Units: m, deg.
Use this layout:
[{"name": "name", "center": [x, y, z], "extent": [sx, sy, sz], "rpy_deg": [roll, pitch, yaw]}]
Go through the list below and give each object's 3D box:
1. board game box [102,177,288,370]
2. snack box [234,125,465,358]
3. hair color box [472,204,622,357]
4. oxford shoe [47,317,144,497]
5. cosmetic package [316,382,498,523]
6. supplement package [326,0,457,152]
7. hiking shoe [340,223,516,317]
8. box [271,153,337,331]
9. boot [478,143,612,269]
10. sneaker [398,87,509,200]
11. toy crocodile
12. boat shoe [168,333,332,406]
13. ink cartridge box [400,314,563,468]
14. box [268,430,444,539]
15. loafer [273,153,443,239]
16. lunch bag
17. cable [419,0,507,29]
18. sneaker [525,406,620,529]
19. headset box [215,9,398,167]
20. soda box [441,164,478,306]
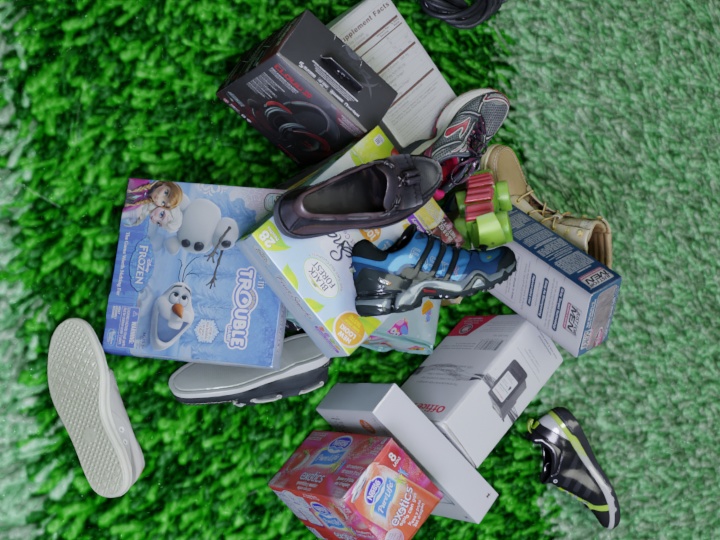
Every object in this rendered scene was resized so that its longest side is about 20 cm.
[{"name": "board game box", "center": [-0.178, 0.003, 1.209], "extent": [0.198, 0.043, 0.201], "rpy_deg": [5, 79, 7]}, {"name": "snack box", "center": [-0.008, -0.031, 1.181], "extent": [0.200, 0.068, 0.169], "rpy_deg": [-43, 101, -22]}, {"name": "hair color box", "center": [0.223, 0.007, 1.334], "extent": [0.060, 0.200, 0.100], "rpy_deg": [-24, 136, -30]}, {"name": "oxford shoe", "center": [-0.291, 0.150, 1.184], "extent": [0.058, 0.075, 0.201], "rpy_deg": [-8, 77, -69]}, {"name": "cosmetic package", "center": [0.055, 0.222, 1.319], "extent": [0.200, 0.151, 0.052], "rpy_deg": [48, 64, -16]}, {"name": "supplement package", "center": [0.021, -0.234, 1.376], "extent": [0.117, 0.117, 0.200], "rpy_deg": [-43, 105, -25]}, {"name": "hiking shoe", "center": [0.081, -0.011, 1.142], "extent": [0.199, 0.074, 0.087], "rpy_deg": [-13, 93, -28]}, {"name": "box", "center": [-0.054, -0.043, 1.348], "extent": [0.200, 0.049, 0.162], "rpy_deg": [-36, 104, -28]}, {"name": "boot", "center": [0.241, -0.072, 1.387], "extent": [0.073, 0.155, 0.201], "rpy_deg": [-30, 111, -35]}, {"name": "sneaker", "center": [0.123, -0.148, 1.320], "extent": [0.200, 0.074, 0.081], "rpy_deg": [-47, 129, -25]}, {"name": "toy crocodile", "center": [0.147, -0.077, 1.295], "extent": [0.200, 0.067, 0.062], "rpy_deg": [-80, 158, -59]}, {"name": "boat shoe", "center": [-0.127, 0.132, 1.272], "extent": [0.199, 0.076, 0.061], "rpy_deg": [-10, 128, -16]}, {"name": "ink cartridge box", "center": [0.140, 0.151, 1.379], "extent": [0.200, 0.145, 0.084], "rpy_deg": [-46, 111, -26]}, {"name": "box", "center": [-0.009, 0.255, 1.248], "extent": [0.100, 0.200, 0.096], "rpy_deg": [49, 65, -16]}, {"name": "loafer", "center": [0.008, -0.079, 1.123], "extent": [0.199, 0.063, 0.072], "rpy_deg": [-18, 88, -25]}, {"name": "lunch bag", "center": [0.000, 0.000, 1.280], "extent": [0.199, 0.122, 0.171], "rpy_deg": [18, 79, -35]}, {"name": "cable", "center": [0.127, -0.441, 1.510], "extent": [0.163, 0.051, 0.201], "rpy_deg": [-34, 103, -24]}, {"name": "sneaker", "center": [0.292, 0.285, 1.511], "extent": [0.083, 0.072, 0.201], "rpy_deg": [-29, 98, -5]}, {"name": "headset box", "center": [-0.062, -0.213, 1.277], "extent": [0.148, 0.200, 0.075], "rpy_deg": [40, 66, -21]}, {"name": "soda box", "center": [0.138, -0.050, 1.452], "extent": [0.068, 0.064, 0.201], "rpy_deg": [40, 65, -20]}]
